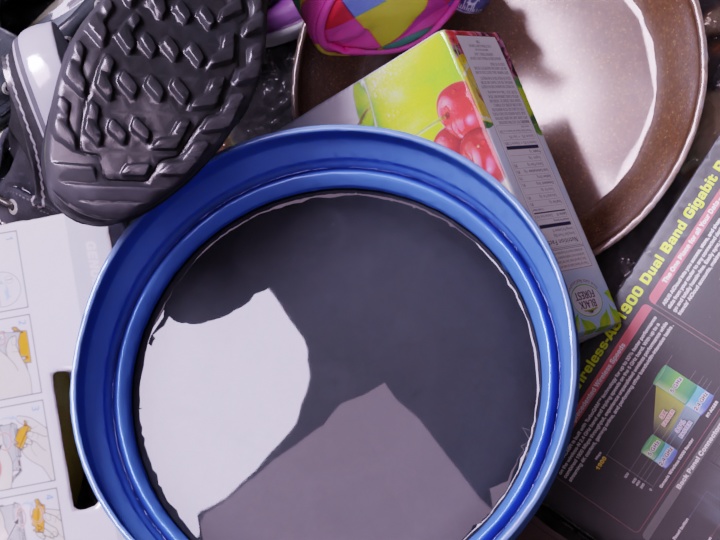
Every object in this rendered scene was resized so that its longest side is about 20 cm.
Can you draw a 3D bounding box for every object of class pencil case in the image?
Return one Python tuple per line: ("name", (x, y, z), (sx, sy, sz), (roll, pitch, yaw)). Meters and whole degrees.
("pencil case", (-0.012, -0.192, 0.794), (0.088, 0.088, 0.200), (-30, 61, 11))

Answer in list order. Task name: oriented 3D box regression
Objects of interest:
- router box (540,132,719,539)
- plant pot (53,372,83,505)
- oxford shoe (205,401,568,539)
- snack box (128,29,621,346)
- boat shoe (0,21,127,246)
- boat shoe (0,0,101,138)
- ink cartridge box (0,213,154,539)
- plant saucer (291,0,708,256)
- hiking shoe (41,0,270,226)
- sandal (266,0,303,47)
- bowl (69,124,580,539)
("router box", (0.177, 0.051, 0.737), (0.150, 0.062, 0.200), (34, 93, 19))
("plant pot", (-0.210, 0.086, 0.817), (0.199, 0.142, 0.201), (-3, 81, 18))
("oxford shoe", (0.015, 0.105, 0.725), (0.200, 0.073, 0.071), (33, 137, 7))
("snack box", (0.000, 0.000, 0.770), (0.200, 0.053, 0.143), (-27, 78, 33))
("boat shoe", (-0.145, -0.030, 0.788), (0.066, 0.200, 0.070), (-15, 56, -6))
("boat shoe", (-0.158, -0.114, 0.794), (0.199, 0.066, 0.075), (-29, 42, 0))
("ink cartridge box", (-0.176, 0.083, 0.710), (0.173, 0.044, 0.201), (-9, 77, -9))
("plant saucer", (0.066, -0.089, 0.810), (0.200, 0.037, 0.201), (-3, 81, 19))
("hiking shoe", (-0.075, -0.094, 0.721), (0.076, 0.101, 0.200), (26, 65, -4))
("sandal", (-0.077, -0.148, 0.859), (0.202, 0.050, 0.083), (-19, 76, 14))
("bowl", (-0.013, 0.041, 0.674), (0.200, 0.039, 0.201), (-3, 71, 8))
